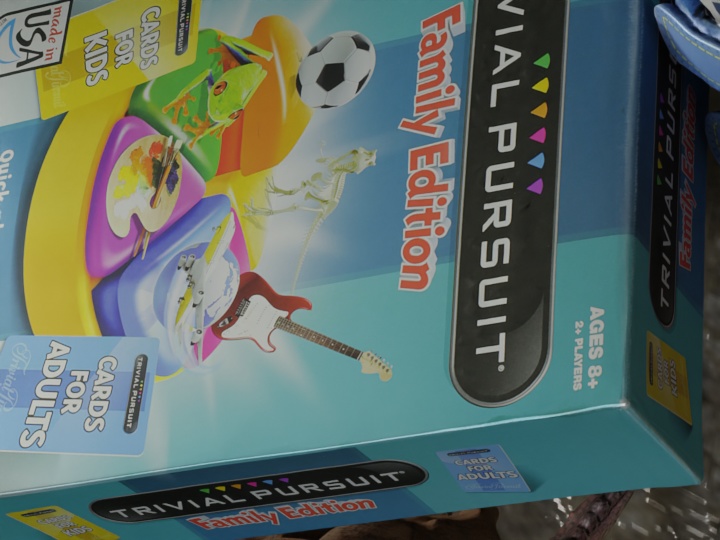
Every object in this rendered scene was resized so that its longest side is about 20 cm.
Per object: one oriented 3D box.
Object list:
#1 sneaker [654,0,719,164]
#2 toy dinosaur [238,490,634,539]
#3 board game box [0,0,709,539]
[{"bbox_3d":[0.105,-0.058,0.626,0.074,0.082,0.201,8,122,39],"label":"sneaker"},{"bbox_3d":[-0.018,0.098,0.714,0.199,0.135,0.086,-16,78,27],"label":"toy dinosaur"},{"bbox_3d":[-0.014,-0.013,0.677,0.199,0.151,0.047,-10,149,27],"label":"board game box"}]
